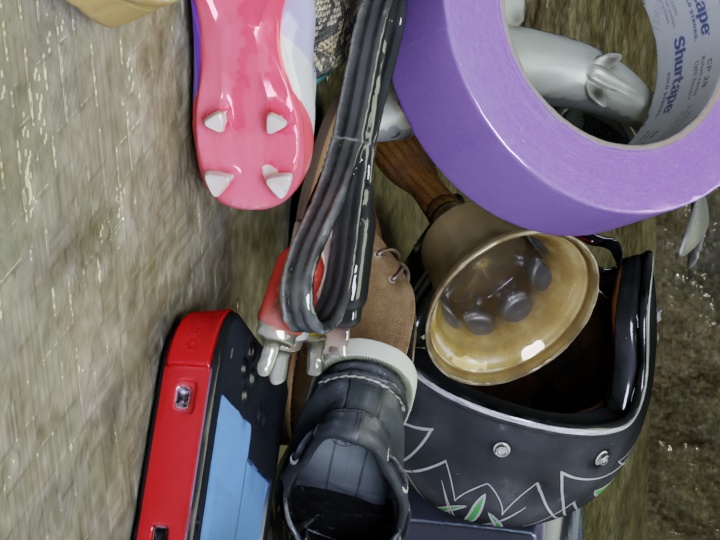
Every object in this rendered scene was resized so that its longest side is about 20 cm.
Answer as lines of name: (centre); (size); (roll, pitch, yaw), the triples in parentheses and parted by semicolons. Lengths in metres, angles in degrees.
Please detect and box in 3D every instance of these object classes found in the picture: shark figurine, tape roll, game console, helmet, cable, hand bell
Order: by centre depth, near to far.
cable: (-0.018, -0.044, 0.962); (0.097, 0.050, 0.201); (7, 89, -74)
game console: (-0.068, 0.130, 0.963); (0.177, 0.031, 0.201); (54, 43, -70)
tape roll: (0.113, -0.121, 1.037); (0.066, 0.199, 0.201); (-18, -119, 62)
shark figurine: (0.110, -0.090, 1.123); (0.089, 0.213, 0.129); (156, -46, -74)
hand bell: (0.047, -0.037, 1.176); (0.200, 0.104, 0.105); (-122, -162, -46)
helmet: (0.093, 0.066, 1.294); (0.200, 0.199, 0.192); (53, 51, -71)

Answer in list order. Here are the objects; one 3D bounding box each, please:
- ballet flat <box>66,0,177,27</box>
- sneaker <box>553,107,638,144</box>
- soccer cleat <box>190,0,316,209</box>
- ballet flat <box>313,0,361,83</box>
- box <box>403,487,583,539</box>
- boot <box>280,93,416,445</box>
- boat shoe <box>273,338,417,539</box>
ballet flat: (-0.084, -0.122, 0.740); (0.200, 0.063, 0.069); (-23, 117, -76)
sneaker: (0.075, -0.095, 1.207); (0.081, 0.199, 0.086); (-60, 150, -7)
soccer cleat: (-0.045, -0.126, 0.917); (0.077, 0.066, 0.201); (-83, 176, -73)
ballet flat: (-0.004, -0.152, 1.048); (0.200, 0.067, 0.076); (-49, 156, -65)
box: (0.088, 0.197, 1.455); (0.199, 0.122, 0.201); (-65, 155, -54)
boot: (0.000, 0.000, 1.115); (0.074, 0.075, 0.201); (55, 40, -67)
boat shoe: (-0.010, 0.124, 1.060); (0.200, 0.074, 0.066); (107, -3, -46)
